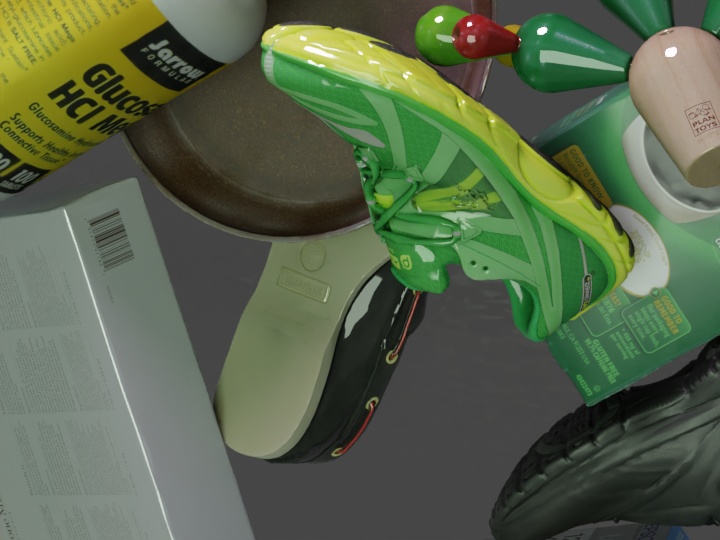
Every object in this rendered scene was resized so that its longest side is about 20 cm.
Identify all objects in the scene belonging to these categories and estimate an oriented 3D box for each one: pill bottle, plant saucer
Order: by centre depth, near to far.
[{"bbox_3d":[-0.116,-0.122,1.197,0.200,0.112,0.113,-30,95,19],"label":"pill bottle"},{"bbox_3d":[-0.027,-0.112,1.237,0.200,0.032,0.201,-1,87,21],"label":"plant saucer"}]

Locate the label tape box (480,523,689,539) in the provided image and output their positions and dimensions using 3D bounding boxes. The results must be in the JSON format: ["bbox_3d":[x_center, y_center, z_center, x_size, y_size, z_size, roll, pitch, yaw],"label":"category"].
[{"bbox_3d":[0.106,0.169,1.236,0.200,0.143,0.066,-10,102,18],"label":"label tape box"}]

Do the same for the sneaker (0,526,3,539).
[{"bbox_3d":[-0.256,0.066,1.349,0.087,0.074,0.200,-24,102,14],"label":"sneaker"}]

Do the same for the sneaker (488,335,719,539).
[{"bbox_3d":[0.151,0.090,1.243,0.200,0.076,0.091,-30,99,22],"label":"sneaker"}]

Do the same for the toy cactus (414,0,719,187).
[{"bbox_3d":[0.127,-0.114,1.136,0.200,0.102,0.165,-16,58,-7],"label":"toy cactus"}]

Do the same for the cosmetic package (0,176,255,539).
[{"bbox_3d":[-0.137,0.062,1.292,0.151,0.052,0.200,-6,105,47],"label":"cosmetic package"}]

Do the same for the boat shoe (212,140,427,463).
[{"bbox_3d":[-0.002,-0.001,1.269,0.074,0.063,0.202,29,98,34],"label":"boat shoe"}]

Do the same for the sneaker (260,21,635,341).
[{"bbox_3d":[0.033,-0.035,1.155,0.200,0.074,0.084,37,94,-23],"label":"sneaker"}]

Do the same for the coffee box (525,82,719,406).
[{"bbox_3d":[0.157,-0.037,1.221,0.200,0.044,0.123,-32,95,21],"label":"coffee box"}]
